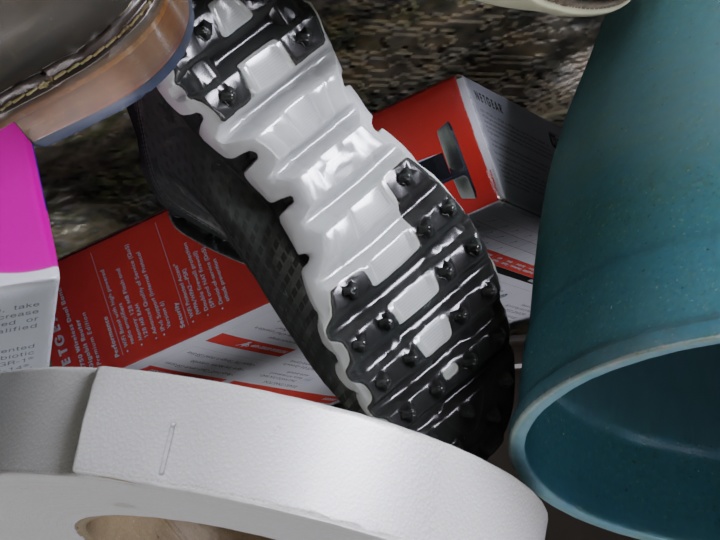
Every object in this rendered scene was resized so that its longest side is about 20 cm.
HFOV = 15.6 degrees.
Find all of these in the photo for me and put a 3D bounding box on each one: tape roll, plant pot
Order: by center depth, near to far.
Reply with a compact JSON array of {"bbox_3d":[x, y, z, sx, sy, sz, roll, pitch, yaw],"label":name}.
[{"bbox_3d":[-0.039,0.079,0.864,0.202,0.037,0.203,11,163,4],"label":"tape roll"},{"bbox_3d":[0.149,-0.026,0.868,0.199,0.189,0.200,2,156,1],"label":"plant pot"}]

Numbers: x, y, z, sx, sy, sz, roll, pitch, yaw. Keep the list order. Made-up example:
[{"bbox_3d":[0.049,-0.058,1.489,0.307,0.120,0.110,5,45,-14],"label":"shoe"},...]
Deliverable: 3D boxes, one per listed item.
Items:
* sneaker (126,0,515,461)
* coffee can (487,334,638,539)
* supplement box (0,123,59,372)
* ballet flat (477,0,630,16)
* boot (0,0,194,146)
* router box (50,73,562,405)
[{"bbox_3d":[-0.019,-0.020,0.862,0.066,0.201,0.090,-37,-168,-22],"label":"sneaker"},{"bbox_3d":[0.052,0.115,1.135,0.145,0.147,0.200,-9,172,-12],"label":"coffee can"},{"bbox_3d":[-0.166,0.013,0.912,0.103,0.102,0.200,-8,155,-13],"label":"supplement box"},{"bbox_3d":[0.010,-0.122,0.791,0.069,0.070,0.200,-30,149,30],"label":"ballet flat"},{"bbox_3d":[-0.152,-0.057,0.723,0.199,0.075,0.097,-31,136,-2],"label":"boot"},{"bbox_3d":[0.000,0.000,0.993,0.179,0.049,0.200,-23,166,18],"label":"router box"}]
